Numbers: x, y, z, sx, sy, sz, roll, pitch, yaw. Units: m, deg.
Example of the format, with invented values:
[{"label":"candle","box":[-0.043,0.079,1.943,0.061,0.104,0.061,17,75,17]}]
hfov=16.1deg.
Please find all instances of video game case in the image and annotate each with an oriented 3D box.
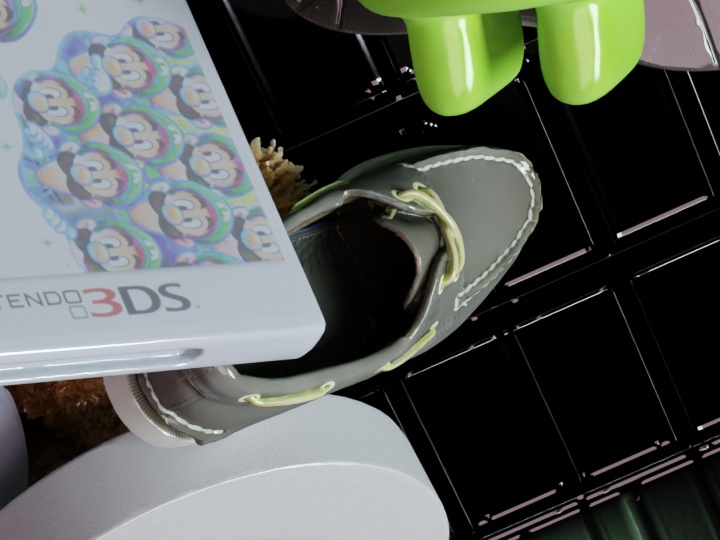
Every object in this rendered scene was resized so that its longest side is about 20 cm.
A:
[{"label":"video game case","box":[-0.120,-0.055,0.798,0.182,0.200,0.024,-4,150,-39]}]

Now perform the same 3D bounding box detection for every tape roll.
[{"label":"tape roll","box":[-0.063,0.123,0.956,0.203,0.037,0.203,-20,147,-14]}]

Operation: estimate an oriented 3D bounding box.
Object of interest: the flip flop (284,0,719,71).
[{"label":"flip flop","box":[0.066,-0.116,0.908,0.200,0.058,0.081,1,109,8]}]

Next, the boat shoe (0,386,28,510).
[{"label":"boat shoe","box":[-0.185,0.033,0.895,0.074,0.068,0.199,-49,135,-19]}]

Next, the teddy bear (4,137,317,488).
[{"label":"teddy bear","box":[-0.085,0.032,0.951,0.145,0.067,0.200,26,110,-19]}]

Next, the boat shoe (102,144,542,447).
[{"label":"boat shoe","box":[0.001,0.003,0.896,0.202,0.060,0.072,-29,95,-39]}]

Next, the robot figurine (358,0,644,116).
[{"label":"robot figurine","box":[0.044,-0.154,0.807,0.175,0.116,0.200,-4,104,22]}]
